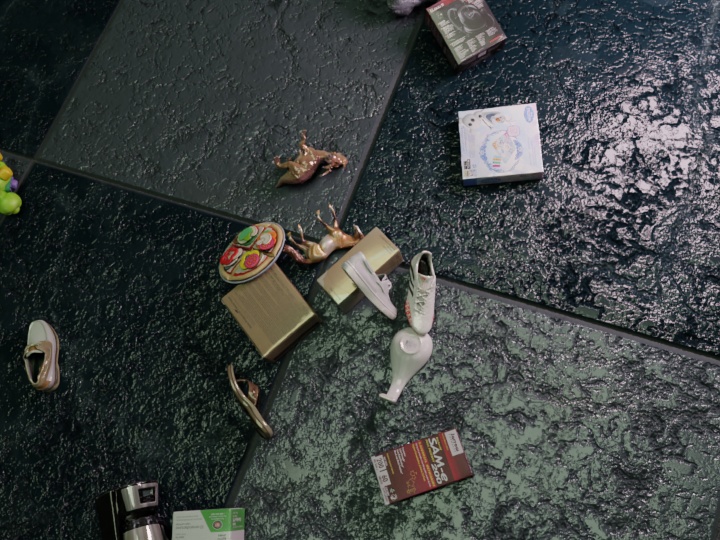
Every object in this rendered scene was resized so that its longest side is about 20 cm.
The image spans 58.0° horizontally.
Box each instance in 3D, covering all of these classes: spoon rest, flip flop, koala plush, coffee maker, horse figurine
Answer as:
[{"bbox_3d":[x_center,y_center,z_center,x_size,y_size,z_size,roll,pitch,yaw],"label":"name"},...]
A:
[{"bbox_3d":[0.100,0.221,1.516,0.099,0.061,0.201,20,62,16],"label":"spoon rest"},{"bbox_3d":[-0.258,0.308,1.547,0.057,0.081,0.200,-32,68,-19],"label":"flip flop"},{"bbox_3d":[0.184,-0.796,1.804,0.199,0.177,0.185,9,84,14],"label":"koala plush"},{"bbox_3d":[-0.530,0.595,1.466,0.191,0.135,0.201,-21,67,5],"label":"coffee maker"},{"bbox_3d":[-0.100,-0.077,1.653,0.200,0.050,0.133,-35,88,-11],"label":"horse figurine"}]

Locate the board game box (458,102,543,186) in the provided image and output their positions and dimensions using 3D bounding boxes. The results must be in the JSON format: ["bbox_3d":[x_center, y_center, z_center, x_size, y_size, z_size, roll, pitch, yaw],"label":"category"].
[{"bbox_3d":[0.354,-0.321,1.655,0.198,0.043,0.201,-4,70,11],"label":"board game box"}]

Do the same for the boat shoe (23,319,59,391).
[{"bbox_3d":[-0.839,0.216,1.702,0.074,0.068,0.201,-24,67,2],"label":"boat shoe"}]

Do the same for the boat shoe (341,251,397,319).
[{"bbox_3d":[0.036,0.035,1.526,0.068,0.200,0.072,-43,24,-2],"label":"boat shoe"}]

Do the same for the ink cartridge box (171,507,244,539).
[{"bbox_3d":[-0.338,0.636,1.437,0.146,0.083,0.201,-7,70,10],"label":"ink cartridge box"}]

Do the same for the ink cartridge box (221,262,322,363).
[{"bbox_3d":[-0.220,0.099,1.609,0.165,0.075,0.200,-40,67,-3],"label":"ink cartridge box"}]

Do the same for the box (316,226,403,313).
[{"bbox_3d":[0.000,0.000,1.596,0.200,0.078,0.095,-43,68,-5],"label":"box"}]

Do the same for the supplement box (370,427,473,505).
[{"bbox_3d":[0.135,0.431,1.423,0.199,0.061,0.109,-21,67,3],"label":"supplement box"}]

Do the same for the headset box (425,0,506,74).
[{"bbox_3d":[0.276,-0.658,1.749,0.148,0.077,0.201,-30,83,0],"label":"headset box"}]

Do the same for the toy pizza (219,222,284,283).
[{"bbox_3d":[-0.282,-0.052,1.656,0.199,0.032,0.201,-19,44,19],"label":"toy pizza"}]

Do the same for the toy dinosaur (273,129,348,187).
[{"bbox_3d":[-0.142,-0.274,1.726,0.200,0.086,0.136,-41,74,2],"label":"toy dinosaur"}]

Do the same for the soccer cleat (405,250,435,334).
[{"bbox_3d":[0.146,0.050,1.538,0.068,0.085,0.201,7,69,-9],"label":"soccer cleat"}]

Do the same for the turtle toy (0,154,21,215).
[{"bbox_3d":[-1.065,-0.244,1.897,0.146,0.101,0.200,-40,68,-4],"label":"turtle toy"}]
